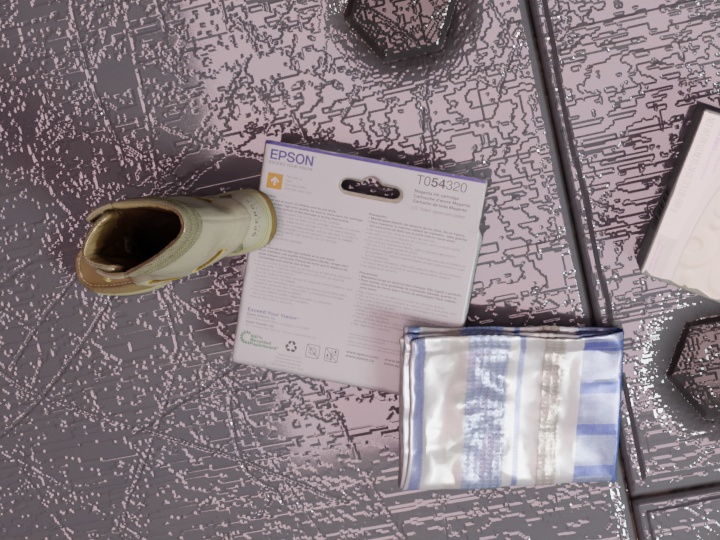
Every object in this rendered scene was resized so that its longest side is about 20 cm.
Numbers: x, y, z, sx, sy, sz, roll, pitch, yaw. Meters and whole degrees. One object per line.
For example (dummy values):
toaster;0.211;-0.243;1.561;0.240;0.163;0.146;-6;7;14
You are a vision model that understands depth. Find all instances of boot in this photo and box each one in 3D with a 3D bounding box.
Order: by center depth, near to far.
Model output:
boot;-0.188;-0.020;1.142;0.200;0.155;0.072;-15;89;26

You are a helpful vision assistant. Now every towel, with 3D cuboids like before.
towel;0.128;0.118;1.176;0.200;0.024;0.147;0;103;-8

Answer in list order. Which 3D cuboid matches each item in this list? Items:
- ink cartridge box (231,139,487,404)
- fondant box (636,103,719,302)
ink cartridge box;0.000;0.000;1.191;0.196;0.043;0.200;11;100;7
fondant box;0.345;-0.035;1.124;0.200;0.058;0.145;20;103;3
